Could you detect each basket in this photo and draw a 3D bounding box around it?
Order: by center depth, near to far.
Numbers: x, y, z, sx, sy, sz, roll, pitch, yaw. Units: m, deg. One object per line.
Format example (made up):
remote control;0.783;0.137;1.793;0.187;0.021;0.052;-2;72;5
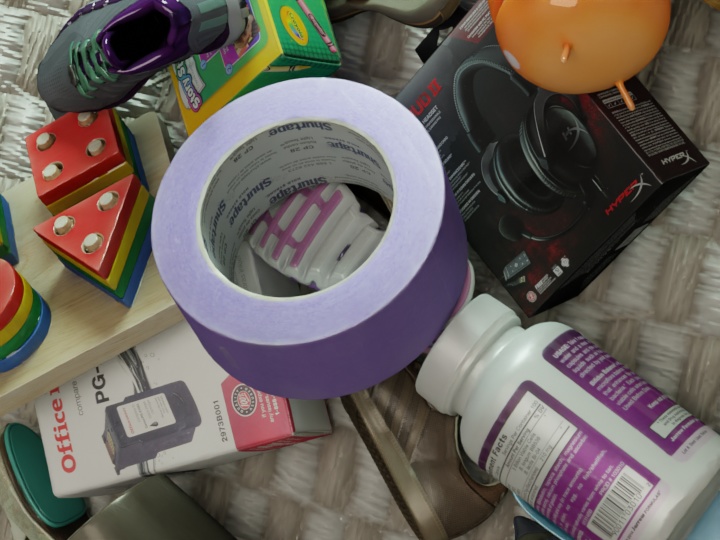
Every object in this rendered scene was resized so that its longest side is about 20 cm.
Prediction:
basket;-0.122;0.257;1.521;0.180;0.136;0.200;-37;79;-24

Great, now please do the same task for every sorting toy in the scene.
sorting toy;-0.225;-0.018;1.552;0.199;0.070;0.199;-28;45;8

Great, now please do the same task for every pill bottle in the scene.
pill bottle;0.138;0.105;1.423;0.200;0.112;0.113;37;101;17

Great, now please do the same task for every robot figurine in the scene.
robot figurine;0.132;-0.198;1.370;0.116;0.144;0.201;-5;60;-8

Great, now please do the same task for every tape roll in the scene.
tape roll;-0.033;-0.022;1.426;0.199;0.085;0.201;-6;60;11

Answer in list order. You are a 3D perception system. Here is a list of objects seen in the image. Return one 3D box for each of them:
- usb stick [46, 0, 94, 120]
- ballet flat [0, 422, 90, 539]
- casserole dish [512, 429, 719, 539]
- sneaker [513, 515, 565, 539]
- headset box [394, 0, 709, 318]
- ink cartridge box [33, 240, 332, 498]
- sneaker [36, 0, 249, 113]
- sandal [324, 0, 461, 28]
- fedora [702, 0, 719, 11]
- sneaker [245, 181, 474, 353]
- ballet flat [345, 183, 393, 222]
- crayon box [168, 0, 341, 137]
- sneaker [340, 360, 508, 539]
usb stick;-0.183;-0.175;1.578;0.200;0.032;0.056;-52;54;43
ballet flat;-0.228;0.208;1.619;0.062;0.067;0.200;-44;75;24
casserole dish;0.197;0.149;1.479;0.200;0.039;0.122;32;100;18
sneaker;0.081;0.256;1.508;0.200;0.074;0.081;-44;69;6
headset box;0.115;-0.095;1.471;0.200;0.077;0.149;52;125;12
ink cartridge box;-0.139;0.075;1.577;0.199;0.084;0.146;-16;82;19
sneaker;-0.174;-0.157;1.490;0.199;0.087;0.075;-23;93;38
sandal;-0.004;-0.214;1.519;0.200;0.054;0.082;22;86;49
fedora;0.255;-0.264;1.425;0.082;0.200;0.202;15;95;59
sneaker;0.000;0.000;1.509;0.200;0.089;0.081;31;74;29
ballet flat;-0.007;-0.069;1.539;0.200;0.067;0.046;41;72;20
crayon box;-0.093;-0.204;1.536;0.119;0.058;0.201;-37;61;42
sneaker;0.033;0.097;1.535;0.075;0.070;0.201;-25;77;-9
